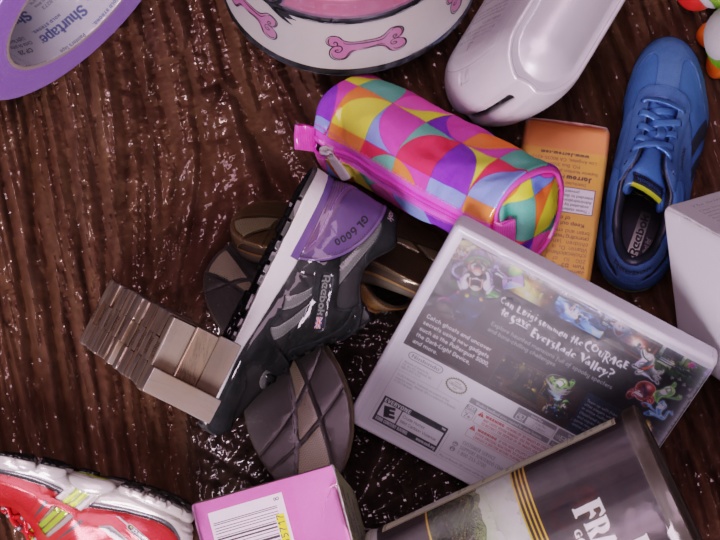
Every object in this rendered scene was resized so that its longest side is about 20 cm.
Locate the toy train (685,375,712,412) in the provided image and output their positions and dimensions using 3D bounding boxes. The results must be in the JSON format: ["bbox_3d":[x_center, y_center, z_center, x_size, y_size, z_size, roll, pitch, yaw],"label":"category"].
[{"bbox_3d":[0.262,0.044,1.354,0.200,0.034,0.046,-43,69,-6],"label":"toy train"}]

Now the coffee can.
[{"bbox_3d":[0.123,0.197,1.224,0.199,0.146,0.147,-26,78,8],"label":"coffee can"}]

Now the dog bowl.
[{"bbox_3d":[-0.009,-0.247,1.380,0.199,0.074,0.201,-1,61,2],"label":"dog bowl"}]

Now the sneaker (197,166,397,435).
[{"bbox_3d":[-0.041,0.036,1.287,0.087,0.076,0.201,27,100,-7],"label":"sneaker"}]

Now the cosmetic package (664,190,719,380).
[{"bbox_3d":[0.341,0.011,1.238,0.199,0.200,0.123,-16,113,-16],"label":"cosmetic package"}]

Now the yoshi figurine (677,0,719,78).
[{"bbox_3d":[0.289,-0.221,1.373,0.112,0.112,0.201,-20,81,-8],"label":"yoshi figurine"}]

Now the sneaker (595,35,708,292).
[{"bbox_3d":[0.218,-0.083,1.360,0.066,0.078,0.201,12,77,7],"label":"sneaker"}]

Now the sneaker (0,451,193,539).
[{"bbox_3d":[-0.220,0.180,1.327,0.199,0.077,0.085,14,84,6],"label":"sneaker"}]

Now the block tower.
[{"bbox_3d":[-0.141,0.052,1.291,0.054,0.200,0.058,27,89,-22],"label":"block tower"}]

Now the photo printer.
[{"bbox_3d":[0.138,-0.194,1.344,0.069,0.166,0.200,33,80,-11],"label":"photo printer"}]

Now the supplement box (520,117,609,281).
[{"bbox_3d":[0.136,-0.005,1.352,0.068,0.067,0.201,7,78,4],"label":"supplement box"}]

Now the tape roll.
[{"bbox_3d":[-0.225,-0.218,1.346,0.066,0.200,0.200,43,83,10],"label":"tape roll"}]

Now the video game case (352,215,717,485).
[{"bbox_3d":[0.116,0.080,1.289,0.199,0.023,0.182,28,120,-1],"label":"video game case"}]

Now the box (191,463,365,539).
[{"bbox_3d":[-0.034,0.235,1.240,0.096,0.200,0.177,-16,78,1],"label":"box"}]

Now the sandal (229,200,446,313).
[{"bbox_3d":[0.000,0.000,1.357,0.199,0.054,0.080,12,34,-3],"label":"sandal"}]

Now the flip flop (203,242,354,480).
[{"bbox_3d":[-0.056,0.069,1.354,0.081,0.058,0.200,-30,63,7],"label":"flip flop"}]

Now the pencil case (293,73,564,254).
[{"bbox_3d":[0.050,-0.072,1.328,0.200,0.088,0.089,27,79,36],"label":"pencil case"}]
